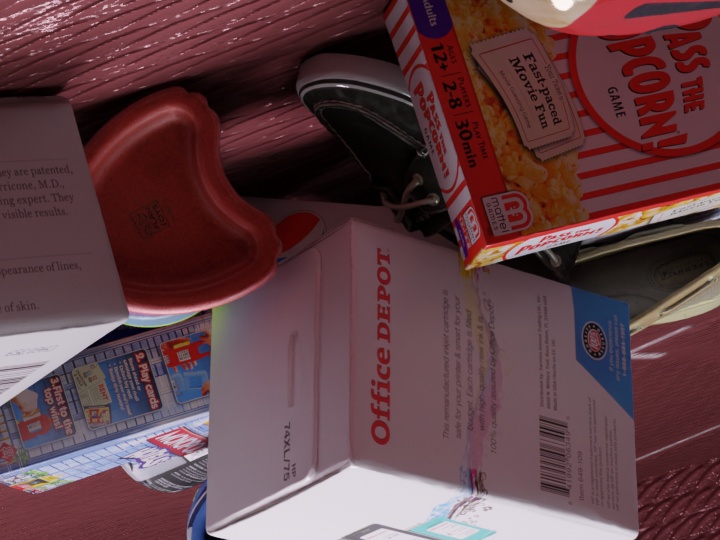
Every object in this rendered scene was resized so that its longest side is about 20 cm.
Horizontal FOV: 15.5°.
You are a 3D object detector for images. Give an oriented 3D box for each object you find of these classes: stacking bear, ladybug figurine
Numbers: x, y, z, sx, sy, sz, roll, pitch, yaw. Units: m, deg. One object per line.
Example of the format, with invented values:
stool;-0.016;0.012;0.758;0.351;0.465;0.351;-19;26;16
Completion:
stacking bear;-0.119;-0.020;1.531;0.114;0.122;0.200;-28;177;-6
ladybug figurine;0.146;-0.166;1.345;0.200;0.072;0.136;-10;164;-31

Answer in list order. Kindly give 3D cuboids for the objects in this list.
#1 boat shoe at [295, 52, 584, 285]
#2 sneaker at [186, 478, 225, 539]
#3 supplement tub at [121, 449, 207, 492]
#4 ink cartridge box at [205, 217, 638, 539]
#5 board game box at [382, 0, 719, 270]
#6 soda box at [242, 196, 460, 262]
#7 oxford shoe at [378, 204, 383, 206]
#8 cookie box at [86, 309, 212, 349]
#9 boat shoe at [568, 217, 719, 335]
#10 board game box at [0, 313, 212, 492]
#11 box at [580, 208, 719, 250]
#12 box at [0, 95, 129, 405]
boat shoe;0.046;-0.054;1.493;0.200;0.064;0.071;30;152;-20
sneaker;-0.033;0.123;1.656;0.200;0.074;0.082;-44;-179;19
supplement tub;-0.085;0.076;1.922;0.200;0.123;0.122;-25;165;28
ink cartridge box;0.034;0.082;1.495;0.200;0.147;0.146;17;151;-32
board game box;0.130;-0.097;1.432;0.200;0.152;0.046;-14;167;-18
soda box;0.000;0.000;1.646;0.200;0.064;0.068;5;156;36
oxford shoe;0.101;-0.036;1.805;0.200;0.075;0.070;-14;169;-8
cookie box;-0.169;0.039;1.766;0.200;0.075;0.171;-4;162;-44
boat shoe;0.147;0.017;1.647;0.200;0.073;0.063;-17;162;-10
board game box;-0.121;0.080;1.655;0.200;0.062;0.200;-19;168;5
box;0.172;-0.089;1.623;0.184;0.105;0.200;-13;166;-22
box;-0.263;0.008;1.395;0.200;0.131;0.199;-6;163;-38
